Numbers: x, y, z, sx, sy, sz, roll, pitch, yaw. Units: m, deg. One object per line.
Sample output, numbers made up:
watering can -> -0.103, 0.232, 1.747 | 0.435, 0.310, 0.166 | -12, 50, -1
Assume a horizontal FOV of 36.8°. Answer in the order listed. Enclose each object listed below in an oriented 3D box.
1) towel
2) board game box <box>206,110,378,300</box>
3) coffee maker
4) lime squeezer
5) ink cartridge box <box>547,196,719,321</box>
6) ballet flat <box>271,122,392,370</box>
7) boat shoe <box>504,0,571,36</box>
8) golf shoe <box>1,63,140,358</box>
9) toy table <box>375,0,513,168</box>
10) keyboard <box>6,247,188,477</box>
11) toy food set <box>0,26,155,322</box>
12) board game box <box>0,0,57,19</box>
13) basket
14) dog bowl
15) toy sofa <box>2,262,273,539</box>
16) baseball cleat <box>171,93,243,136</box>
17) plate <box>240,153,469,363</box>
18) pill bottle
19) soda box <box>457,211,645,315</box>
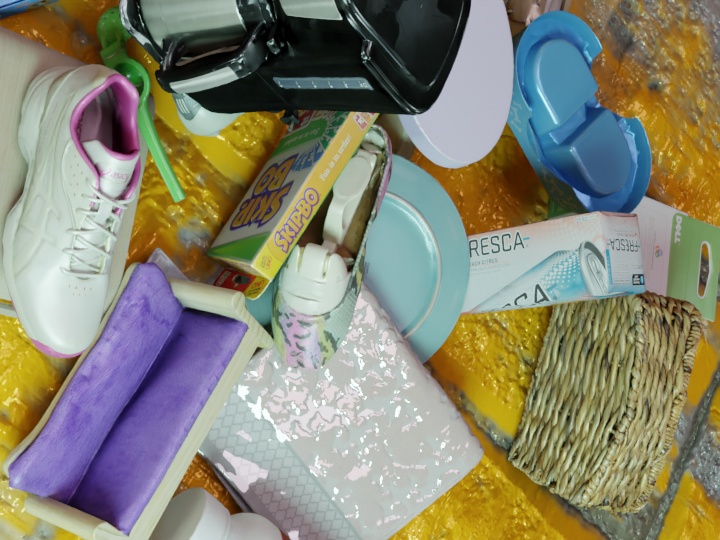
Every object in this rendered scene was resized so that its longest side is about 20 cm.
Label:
towel -> -0.021, 0.134, 0.875 | 0.191, 0.032, 0.201 | -39, 106, -11
board game box -> -0.050, -0.070, 0.836 | 0.030, 0.095, 0.201 | 35, 79, -27
coffee maker -> -0.029, -0.172, 0.736 | 0.191, 0.198, 0.137 | 8, 90, -53
lime squeezer -> -0.169, -0.150, 0.812 | 0.037, 0.071, 0.202 | -14, 69, 8
ink cartridge box -> 0.280, -0.017, 1.109 | 0.198, 0.059, 0.105 | 16, 75, -30
ballet flat -> -0.022, -0.026, 0.828 | 0.068, 0.071, 0.202 | 18, 73, 5
boat shoe -> 0.167, -0.251, 1.066 | 0.068, 0.075, 0.202 | 25, 71, -7
golf shoe -> -0.189, -0.042, 0.727 | 0.075, 0.091, 0.203 | 3, 86, -45
toy table -> 0.048, -0.182, 0.945 | 0.182, 0.117, 0.203 | 15, 75, -30
keyboard -> -0.188, 0.078, 0.810 | 0.201, 0.011, 0.056 | -60, 143, -23
toy food set -> -0.237, -0.067, 0.787 | 0.143, 0.060, 0.203 | 19, 74, -42
board game box -> -0.232, -0.288, 0.823 | 0.199, 0.036, 0.153 | -28, 98, -32
basket -> 0.253, 0.119, 0.998 | 0.148, 0.142, 0.202 | 15, 93, -29
dog bowl -> 0.192, -0.138, 0.996 | 0.111, 0.049, 0.201 | -42, 110, -26
toy sofa -> -0.155, 0.097, 0.777 | 0.201, 0.082, 0.098 | -61, 140, -24
baseball cleat -> -0.093, -0.201, 0.855 | 0.107, 0.069, 0.201 | 65, 37, -43
plate -> 0.000, 0.000, 0.899 | 0.197, 0.026, 0.203 | -2, 97, -13
pill bottle -> -0.075, 0.256, 0.807 | 0.200, 0.112, 0.113 | 46, 62, -21
soda box -> 0.140, -0.002, 0.930 | 0.063, 0.199, 0.069 | -1, 83, -45
